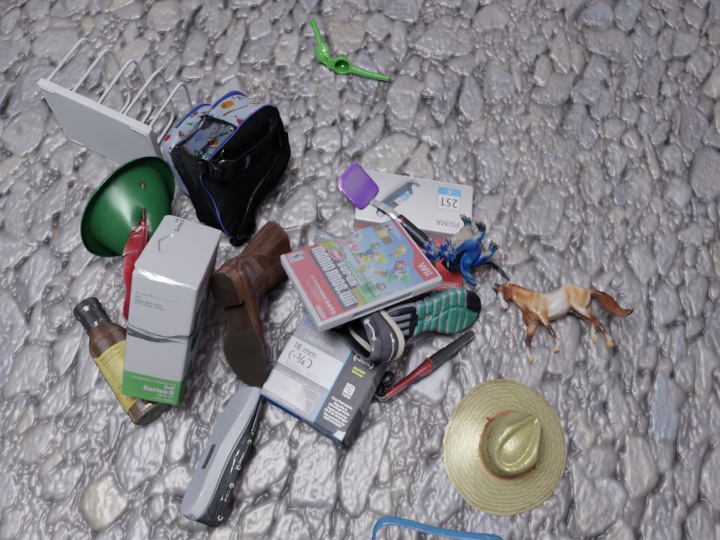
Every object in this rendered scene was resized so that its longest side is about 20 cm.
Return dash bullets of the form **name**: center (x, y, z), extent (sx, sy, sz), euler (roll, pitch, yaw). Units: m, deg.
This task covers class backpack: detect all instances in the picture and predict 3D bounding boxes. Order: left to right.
- **backpack**: center (-0.202, -0.178, 0.924), extent (0.152, 0.202, 0.191), euler (33, 65, 19)

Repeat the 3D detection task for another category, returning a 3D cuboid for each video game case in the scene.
- **video game case**: center (0.000, 0.000, 0.840), extent (0.196, 0.018, 0.144), euler (-19, 50, -21)

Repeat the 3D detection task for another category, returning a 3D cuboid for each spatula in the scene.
- **spatula**: center (0.047, -0.093, 0.938), extent (0.199, 0.021, 0.057), euler (41, 72, 9)

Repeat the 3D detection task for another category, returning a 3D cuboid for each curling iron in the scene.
- **curling iron**: center (0.096, 0.141, 0.901), extent (0.196, 0.026, 0.050), euler (-26, 71, -13)

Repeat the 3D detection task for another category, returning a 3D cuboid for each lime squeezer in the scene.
- **lime squeezer**: center (-0.040, -0.397, 1.092), extent (0.199, 0.038, 0.070), euler (40, 41, 11)

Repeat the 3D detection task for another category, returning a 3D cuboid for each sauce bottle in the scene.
- **sauce bottle**: center (-0.354, 0.128, 0.856), extent (0.064, 0.065, 0.201), euler (-34, 74, -15)

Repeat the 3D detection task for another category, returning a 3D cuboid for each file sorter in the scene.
- **file sorter**: center (-0.386, -0.265, 0.960), extent (0.196, 0.139, 0.127), euler (24, 66, 5)

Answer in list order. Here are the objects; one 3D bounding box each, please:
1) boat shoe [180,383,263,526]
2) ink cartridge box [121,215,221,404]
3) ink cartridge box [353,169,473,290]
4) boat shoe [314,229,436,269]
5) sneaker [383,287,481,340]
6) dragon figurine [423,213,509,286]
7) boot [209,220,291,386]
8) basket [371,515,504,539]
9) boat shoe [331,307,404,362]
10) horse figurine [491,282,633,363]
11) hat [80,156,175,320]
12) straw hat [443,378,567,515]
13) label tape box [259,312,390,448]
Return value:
- **boat shoe**: center (-0.183, 0.256, 0.826), extent (0.056, 0.068, 0.203), euler (38, 60, -26)
- **ink cartridge box**: center (-0.255, 0.053, 0.789), extent (0.082, 0.204, 0.147), euler (14, 33, -9)
- **ink cartridge box**: center (0.084, -0.066, 0.967), extent (0.194, 0.045, 0.181), euler (8, 69, -1)
- **boat shoe**: center (0.022, -0.022, 0.914), extent (0.196, 0.074, 0.067), euler (7, 99, 7)
- **sneaker**: center (0.097, 0.052, 0.903), extent (0.196, 0.076, 0.087), euler (-3, 23, -33)
- **dragon figurine**: center (0.164, -0.016, 0.908), extent (0.058, 0.200, 0.100), euler (29, 79, 41)
- **boot**: center (-0.144, 0.043, 0.878), extent (0.062, 0.201, 0.191), euler (-2, 113, 15)
- **basket**: center (0.085, 0.417, 0.728), extent (0.171, 0.139, 0.206), euler (11, 99, 0)
- **boat shoe**: center (-0.021, 0.057, 0.832), extent (0.062, 0.074, 0.200), euler (-9, 41, -43)
- **horse figurine**: center (0.320, 0.068, 0.925), extent (0.194, 0.050, 0.135), euler (-11, 54, 1)
- **hat**: center (-0.293, -0.038, 0.856), extent (0.174, 0.166, 0.202), euler (35, 79, 17)
- **straw hat**: center (0.219, 0.249, 0.838), extent (0.195, 0.085, 0.207), euler (1, 69, -3)
- **label tape box**: center (-0.036, 0.131, 0.863), extent (0.141, 0.064, 0.203), euler (24, 70, 17)
